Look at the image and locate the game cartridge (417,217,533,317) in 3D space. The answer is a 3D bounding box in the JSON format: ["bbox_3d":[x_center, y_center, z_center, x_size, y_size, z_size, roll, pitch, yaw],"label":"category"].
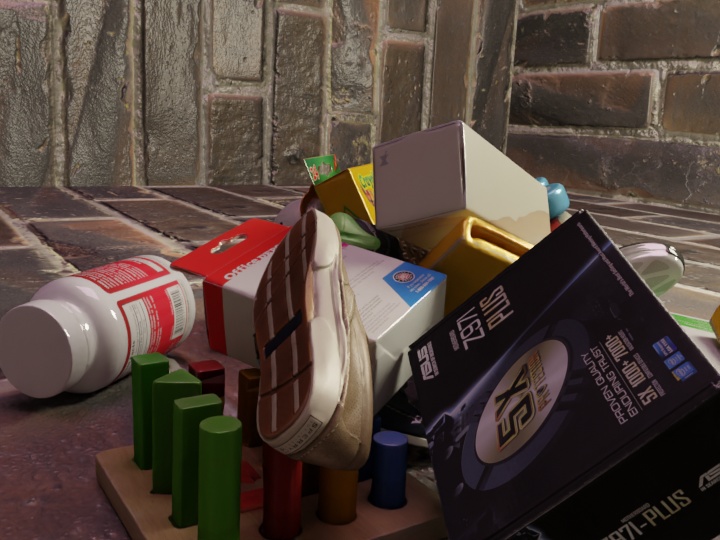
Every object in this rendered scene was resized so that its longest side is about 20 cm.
[{"bbox_3d":[0.114,0.043,0.677,0.174,0.033,0.200,23,-33,-16],"label":"game cartridge"}]

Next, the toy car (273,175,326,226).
[{"bbox_3d":[-0.068,-0.011,0.898,0.181,0.204,0.177,5,12,13],"label":"toy car"}]

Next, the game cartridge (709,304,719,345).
[{"bbox_3d":[0.397,0.111,0.630,0.174,0.033,0.200,28,22,3],"label":"game cartridge"}]

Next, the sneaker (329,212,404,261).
[{"bbox_3d":[0.000,0.000,0.743,0.082,0.078,0.200,12,-8,-1],"label":"sneaker"}]

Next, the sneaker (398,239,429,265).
[{"bbox_3d":[0.094,-0.005,0.856,0.197,0.068,0.090,15,-7,-14],"label":"sneaker"}]

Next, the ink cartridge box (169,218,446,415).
[{"bbox_3d":[-0.044,0.027,0.604,0.198,0.068,0.116,18,33,28],"label":"ink cartridge box"}]

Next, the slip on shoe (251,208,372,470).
[{"bbox_3d":[-0.026,0.039,0.487,0.060,0.076,0.201,33,26,-27],"label":"slip on shoe"}]

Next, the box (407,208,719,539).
[{"bbox_3d":[0.125,0.080,0.458,0.086,0.163,0.201,43,18,-23],"label":"box"}]

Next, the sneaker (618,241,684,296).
[{"bbox_3d":[0.255,0.052,0.797,0.199,0.076,0.116,-27,26,24],"label":"sneaker"}]

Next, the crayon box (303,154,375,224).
[{"bbox_3d":[0.009,-0.054,0.898,0.050,0.202,0.127,-24,5,18],"label":"crayon box"}]

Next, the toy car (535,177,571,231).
[{"bbox_3d":[0.233,-0.008,1.125,0.198,0.186,0.177,-26,11,5],"label":"toy car"}]

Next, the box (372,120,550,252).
[{"bbox_3d":[0.100,-0.061,0.701,0.094,0.079,0.199,-11,-16,34],"label":"box"}]

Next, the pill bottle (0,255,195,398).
[{"bbox_3d":[-0.260,0.054,0.753,0.110,0.114,0.200,6,12,16],"label":"pill bottle"}]

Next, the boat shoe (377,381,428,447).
[{"bbox_3d":[0.004,0.104,0.679,0.074,0.063,0.199,27,-5,-33],"label":"boat shoe"}]

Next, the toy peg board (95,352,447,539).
[{"bbox_3d":[-0.064,0.119,0.529,0.197,0.100,0.199,-5,14,-33],"label":"toy peg board"}]

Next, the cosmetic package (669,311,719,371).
[{"bbox_3d":[0.303,0.104,0.728,0.106,0.086,0.199,14,14,31],"label":"cosmetic package"}]
